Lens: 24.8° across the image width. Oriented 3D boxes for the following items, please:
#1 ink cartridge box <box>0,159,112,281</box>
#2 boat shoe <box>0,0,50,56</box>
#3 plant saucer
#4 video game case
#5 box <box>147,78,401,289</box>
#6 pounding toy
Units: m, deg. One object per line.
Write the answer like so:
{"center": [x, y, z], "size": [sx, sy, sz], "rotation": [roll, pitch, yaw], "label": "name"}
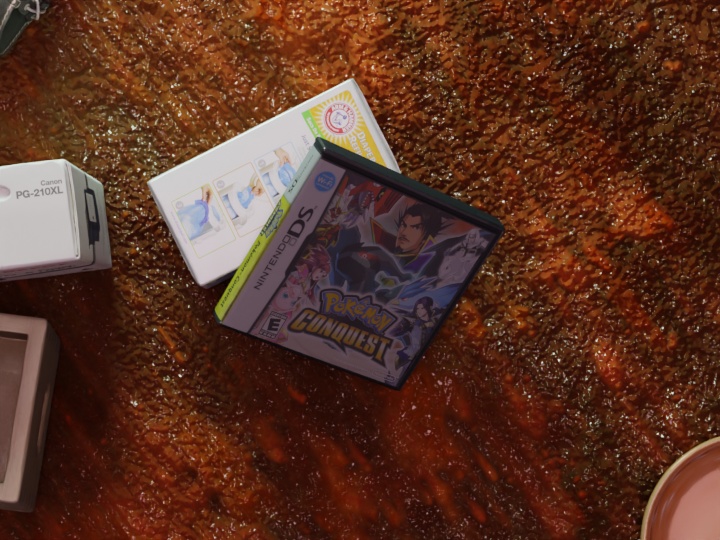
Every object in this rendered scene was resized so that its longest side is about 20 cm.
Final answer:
{"center": [-0.297, -0.036, 1.390], "size": [0.143, 0.200, 0.085], "rotation": [-7, 88, -1], "label": "ink cartridge box"}
{"center": [-0.285, -0.277, 1.465], "size": [0.056, 0.067, 0.202], "rotation": [21, 84, 4], "label": "boat shoe"}
{"center": [0.348, 0.246, 1.479], "size": [0.198, 0.037, 0.203], "rotation": [0, 89, -2], "label": "plant saucer"}
{"center": [0.000, 0.000, 1.408], "size": [0.199, 0.026, 0.182], "rotation": [22, 110, -30], "label": "video game case"}
{"center": [-0.073, -0.074, 1.440], "size": [0.199, 0.112, 0.102], "rotation": [-27, 90, -3], "label": "box"}
{"center": [-0.370, 0.141, 1.430], "size": [0.182, 0.142, 0.202], "rotation": [7, 78, -2], "label": "pounding toy"}
